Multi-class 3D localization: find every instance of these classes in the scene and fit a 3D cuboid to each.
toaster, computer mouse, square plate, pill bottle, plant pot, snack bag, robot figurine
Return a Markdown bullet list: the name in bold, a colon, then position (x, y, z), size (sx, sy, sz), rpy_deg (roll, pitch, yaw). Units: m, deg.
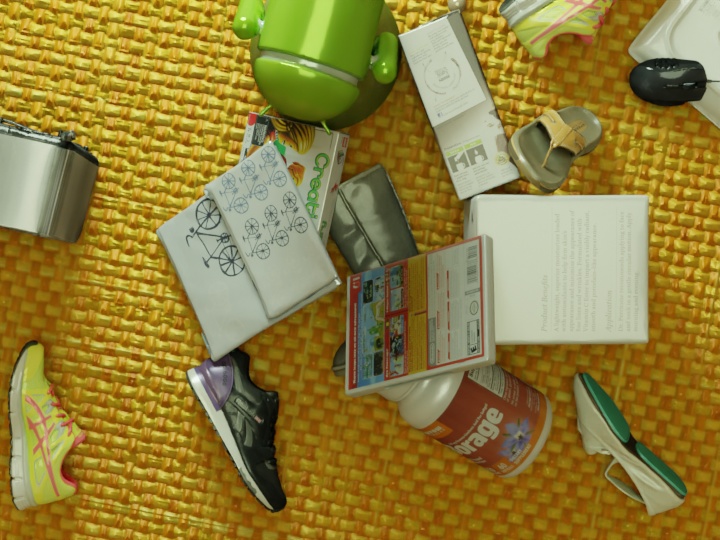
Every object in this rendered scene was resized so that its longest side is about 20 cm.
- **toaster**: position (-0.405, -0.109, 1.565), size (0.178, 0.200, 0.121), rpy_deg (11, 88, 0)
- **computer mouse**: position (0.413, -0.216, 1.604), size (0.197, 0.034, 0.059), rpy_deg (5, 117, 18)
- **square plate**: position (0.455, -0.279, 1.634), size (0.197, 0.028, 0.201), rpy_deg (38, 92, -1)
- **pill bottle**: position (0.115, 0.149, 1.586), size (0.199, 0.112, 0.113), rpy_deg (31, 92, -19)
- **plant pot**: position (-0.043, -0.259, 1.554), size (0.184, 0.200, 0.190), rpy_deg (0, 93, 1)
- **snack bag**: position (-0.139, -0.021, 1.607), size (0.199, 0.021, 0.190), rpy_deg (-31, 77, 21)
- **robot figurine**: position (-0.042, -0.245, 1.396), size (0.173, 0.116, 0.203), rpy_deg (15, 92, -8)

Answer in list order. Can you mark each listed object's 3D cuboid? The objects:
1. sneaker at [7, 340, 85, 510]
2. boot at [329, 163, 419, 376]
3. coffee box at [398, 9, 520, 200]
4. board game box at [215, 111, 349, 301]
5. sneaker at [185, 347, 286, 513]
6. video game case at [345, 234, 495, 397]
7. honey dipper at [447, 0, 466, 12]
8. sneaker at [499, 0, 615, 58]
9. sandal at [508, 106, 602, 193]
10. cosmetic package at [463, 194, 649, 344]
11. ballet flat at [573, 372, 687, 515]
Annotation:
- **sneaker**: position (-0.375, 0.183, 1.643), size (0.089, 0.078, 0.203), rpy_deg (-2, 98, -7)
- **boot**: position (-0.001, 0.001, 1.628), size (0.181, 0.073, 0.202), rpy_deg (-33, 98, -11)
- **coffee box**: position (0.116, -0.190, 1.596), size (0.079, 0.113, 0.203), rpy_deg (-21, 92, 6)
- **board game box**: position (-0.093, -0.076, 1.618), size (0.125, 0.035, 0.203), rpy_deg (14, 94, 25)
- **sneaker**: position (-0.125, 0.189, 1.637), size (0.087, 0.076, 0.202), rpy_deg (-29, 92, -4)
- **video game case**: position (0.063, 0.052, 1.510), size (0.198, 0.017, 0.145), rpy_deg (-17, 62, 37)
- **honey dipper**: position (0.120, -0.408, 1.630), size (0.037, 0.038, 0.203), rpy_deg (5, 94, 0)
- **sneaker**: position (0.267, -0.317, 1.611), size (0.198, 0.078, 0.091), rpy_deg (-26, 101, 6)
- **sandal**: position (0.230, -0.153, 1.565), size (0.080, 0.200, 0.054), rpy_deg (45, 130, 7)
- **cosmetic package**: position (0.220, -0.002, 1.578), size (0.197, 0.165, 0.168), rpy_deg (1, 92, 0)
- **ballet flat**: position (0.307, 0.215, 1.641), size (0.069, 0.069, 0.200), rpy_deg (-41, 92, 2)
